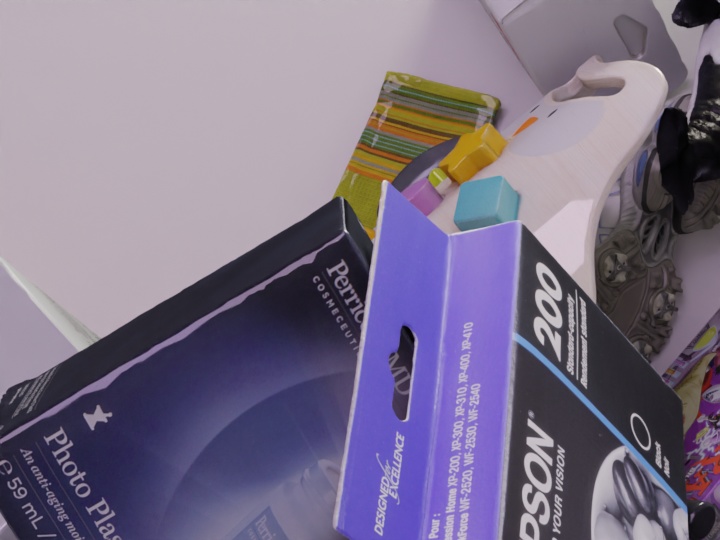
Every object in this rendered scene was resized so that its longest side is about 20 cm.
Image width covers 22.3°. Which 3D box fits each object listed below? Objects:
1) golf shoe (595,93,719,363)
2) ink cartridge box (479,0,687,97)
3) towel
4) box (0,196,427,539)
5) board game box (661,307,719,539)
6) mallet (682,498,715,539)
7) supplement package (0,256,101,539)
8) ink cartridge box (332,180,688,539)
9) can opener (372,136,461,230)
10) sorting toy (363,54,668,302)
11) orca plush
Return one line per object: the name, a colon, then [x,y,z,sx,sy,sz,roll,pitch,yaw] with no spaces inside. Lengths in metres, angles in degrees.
golf shoe: [0.136,-0.009,1.038,0.097,0.078,0.201,13,66,54]
ink cartridge box: [0.100,-0.194,1.096,0.083,0.145,0.201,-33,53,8]
towel: [0.013,-0.030,1.129,0.086,0.018,0.201,14,71,32]
box: [-0.041,0.104,0.849,0.198,0.123,0.201,-31,99,3]
board game box: [0.159,0.106,0.938,0.200,0.032,0.120,-49,22,-5]
mallet: [0.107,0.118,0.936,0.066,0.041,0.200,-49,23,-8]
supplement package: [-0.183,0.137,1.023,0.191,0.200,0.147,-46,53,-3]
ink cartridge box: [0.075,0.079,0.787,0.043,0.200,0.199,-27,36,31]
can opener: [0.000,0.000,1.077,0.200,0.066,0.053,-48,43,1]
sorting toy: [0.086,-0.040,0.976,0.180,0.107,0.200,-49,12,0]
orca plush: [0.217,-0.112,0.990,0.071,0.200,0.106,-26,92,39]
